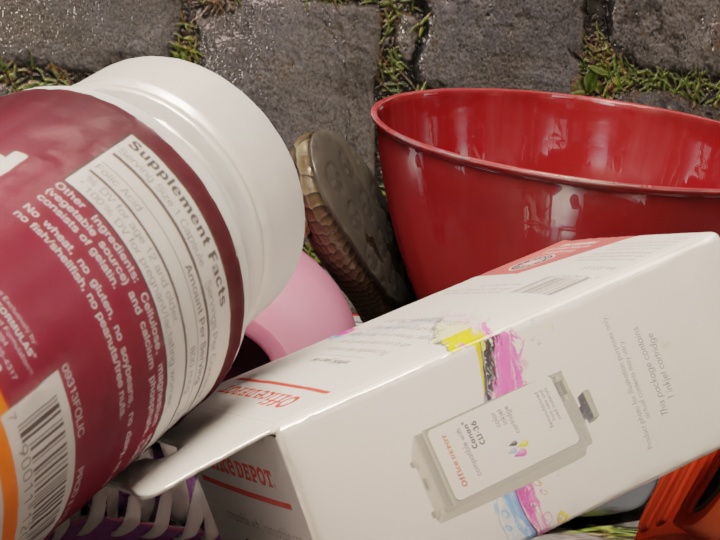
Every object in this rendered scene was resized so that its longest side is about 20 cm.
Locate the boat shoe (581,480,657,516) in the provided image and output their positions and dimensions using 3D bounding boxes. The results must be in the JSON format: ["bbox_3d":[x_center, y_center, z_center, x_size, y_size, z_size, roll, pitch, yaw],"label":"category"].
[{"bbox_3d":[0.049,0.074,0.931,0.066,0.070,0.200,-5,-5,38],"label":"boat shoe"}]

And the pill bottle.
[{"bbox_3d":[-0.104,0.013,0.659,0.114,0.114,0.200,1,24,28],"label":"pill bottle"}]

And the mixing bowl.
[{"bbox_3d":[0.098,-0.011,1.009,0.200,0.109,0.200,6,16,-2],"label":"mixing bowl"}]

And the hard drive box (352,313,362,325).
[{"bbox_3d":[0.010,0.067,1.336,0.155,0.077,0.200,2,0,18],"label":"hard drive box"}]

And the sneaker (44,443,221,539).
[{"bbox_3d":[-0.074,0.069,0.791,0.114,0.073,0.200,5,1,18],"label":"sneaker"}]

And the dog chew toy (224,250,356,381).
[{"bbox_3d":[-0.063,0.034,1.015,0.124,0.125,0.200,1,9,-2],"label":"dog chew toy"}]

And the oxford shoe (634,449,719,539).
[{"bbox_3d":[0.148,0.086,0.801,0.072,0.071,0.200,29,-1,2],"label":"oxford shoe"}]

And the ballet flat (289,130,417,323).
[{"bbox_3d":[0.000,0.000,1.043,0.046,0.068,0.200,-12,-29,15],"label":"ballet flat"}]

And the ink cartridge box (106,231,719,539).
[{"bbox_3d":[0.017,0.054,0.713,0.200,0.068,0.116,-22,7,-18],"label":"ink cartridge box"}]
